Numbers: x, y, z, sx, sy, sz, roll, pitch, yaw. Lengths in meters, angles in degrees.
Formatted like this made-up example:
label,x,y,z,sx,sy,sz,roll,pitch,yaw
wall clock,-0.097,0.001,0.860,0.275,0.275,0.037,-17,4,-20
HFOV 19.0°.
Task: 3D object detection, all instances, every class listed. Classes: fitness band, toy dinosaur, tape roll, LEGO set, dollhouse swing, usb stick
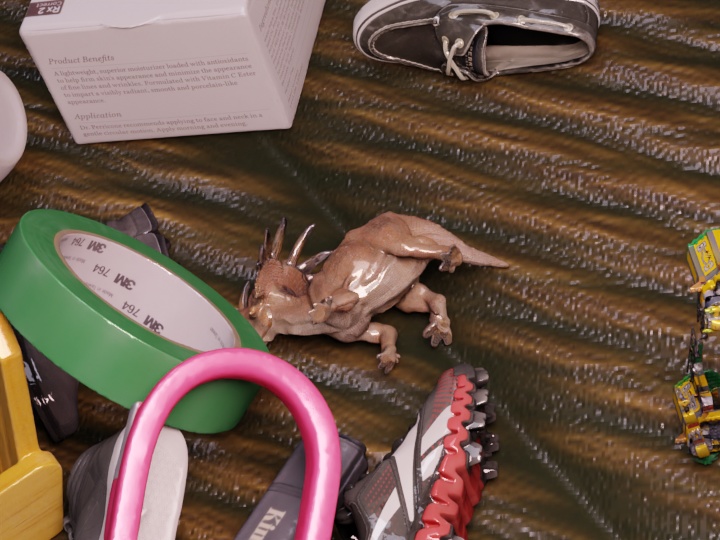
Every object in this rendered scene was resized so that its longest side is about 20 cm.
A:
label,x,y,z,sx,sy,sz,roll,pitch,yaw
fitness band,-0.086,0.149,1.364,0.143,0.037,0.202,14,75,-12
toy dinosaur,0.000,0.000,1.542,0.199,0.086,0.136,-26,38,-12
tape roll,-0.156,0.034,1.471,0.048,0.200,0.200,-56,45,13
LEGO set,0.268,0.067,1.312,0.152,0.201,0.116,-2,46,-9
dollhouse swing,-0.318,0.099,1.500,0.181,0.176,0.200,-33,47,-12
usb stick,-0.062,0.187,1.420,0.055,0.033,0.200,17,57,30

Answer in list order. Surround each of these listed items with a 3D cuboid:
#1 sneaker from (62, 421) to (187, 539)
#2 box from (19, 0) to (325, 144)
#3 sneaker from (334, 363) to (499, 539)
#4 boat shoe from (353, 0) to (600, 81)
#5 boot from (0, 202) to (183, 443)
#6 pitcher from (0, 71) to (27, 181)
label,x,y,z,sx,sy,sz,roll,pitch,yaw
sneaker,-0.169,0.199,1.434,0.099,0.070,0.202,161,125,-67
box,-0.146,-0.222,1.767,0.197,0.131,0.201,-3,48,18
sneaker,0.035,0.142,1.398,0.097,0.071,0.201,1,50,18
boat shoe,0.088,-0.185,1.687,0.198,0.071,0.064,-4,46,15
boot,-0.193,0.029,1.598,0.131,0.070,0.201,-16,49,-1
pitcher,-0.376,-0.082,1.749,0.199,0.121,0.173,-11,65,25
